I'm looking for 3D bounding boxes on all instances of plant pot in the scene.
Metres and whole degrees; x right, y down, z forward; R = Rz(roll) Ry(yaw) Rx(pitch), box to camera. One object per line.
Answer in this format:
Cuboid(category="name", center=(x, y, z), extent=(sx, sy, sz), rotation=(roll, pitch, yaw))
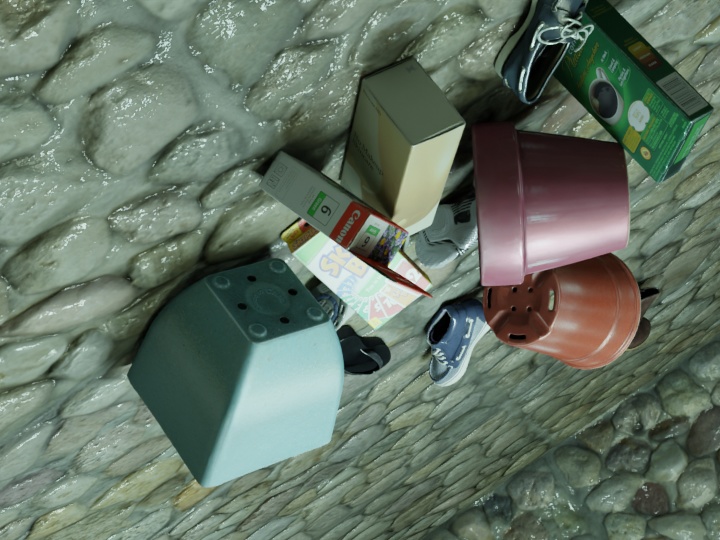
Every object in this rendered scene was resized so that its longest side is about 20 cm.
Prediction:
Cuboid(category="plant pot", center=(0.308, 0.052, 2.092), extent=(0.195, 0.201, 0.201), rotation=(9, 134, -47))
Cuboid(category="plant pot", center=(-0.136, 0.101, 1.576), extent=(0.196, 0.196, 0.200), rotation=(-16, 143, -36))
Cuboid(category="plant pot", center=(0.227, -0.084, 1.587), extent=(0.179, 0.200, 0.200), rotation=(-3, 157, 4))

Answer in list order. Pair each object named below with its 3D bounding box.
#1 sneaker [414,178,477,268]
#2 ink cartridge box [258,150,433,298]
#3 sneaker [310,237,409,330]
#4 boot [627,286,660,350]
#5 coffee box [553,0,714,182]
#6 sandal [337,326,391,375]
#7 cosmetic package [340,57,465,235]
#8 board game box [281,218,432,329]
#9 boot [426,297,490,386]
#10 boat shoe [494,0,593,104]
Cuboid(category="sneaker", center=(0.168, -0.073, 1.768), extent=(0.200, 0.075, 0.115), rotation=(-47, 152, 22))
Cuboid(category="ink cartridge box", center=(-0.004, -0.049, 1.414), extent=(0.050, 0.200, 0.109), rotation=(-57, 154, 5))
Cuboid(category="sneaker", center=(0.000, 0.000, 1.723), extent=(0.200, 0.075, 0.087), rotation=(-47, 172, 35))
Cuboid(category="boot", center=(0.554, 0.093, 2.641), extent=(0.200, 0.072, 0.166), rotation=(-9, 149, -40))
Cuboid(category="coffee box", center=(0.308, -0.211, 1.515), extent=(0.044, 0.200, 0.123), rotation=(-31, 157, -23))
Cuboid(category="sandal", center=(-0.006, 0.134, 1.999), extent=(0.076, 0.043, 0.200), rotation=(-38, 157, 11))
Cuboid(category="cosmetic package", center=(0.042, -0.127, 1.452), extent=(0.071, 0.105, 0.200), rotation=(-26, 155, -22))
Cuboid(category="board game box", center=(-0.003, -0.011, 1.617), extent=(0.096, 0.030, 0.200), rotation=(-38, 127, 10))
Cuboid(category="boot", center=(0.137, 0.119, 2.147), extent=(0.090, 0.073, 0.200), rotation=(-8, 139, -35))
Cuboid(category="boat shoe", center=(0.214, -0.267, 1.451), extent=(0.075, 0.062, 0.200), rotation=(-12, 149, -39))
